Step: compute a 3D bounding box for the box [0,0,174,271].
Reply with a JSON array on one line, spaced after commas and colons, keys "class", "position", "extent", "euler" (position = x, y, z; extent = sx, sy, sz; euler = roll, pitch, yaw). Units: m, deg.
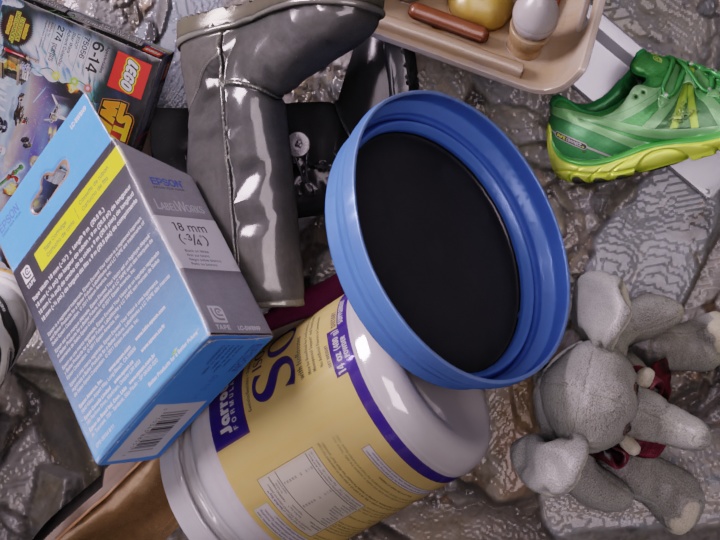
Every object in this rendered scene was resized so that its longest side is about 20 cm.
[{"class": "box", "position": [-0.230, -0.088, 0.957], "extent": [0.135, 0.040, 0.202], "euler": [22, 109, 0]}]

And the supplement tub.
[{"class": "supplement tub", "position": [-0.026, 0.111, 0.917], "extent": [0.199, 0.145, 0.146], "euler": [-32, 92, 21]}]

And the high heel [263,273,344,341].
[{"class": "high heel", "position": [0.000, 0.000, 0.988], "extent": [0.197, 0.068, 0.097], "euler": [-17, 58, 8]}]

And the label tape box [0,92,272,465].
[{"class": "label tape box", "position": [-0.159, 0.005, 0.897], "extent": [0.144, 0.063, 0.202], "euler": [-45, 62, 31]}]

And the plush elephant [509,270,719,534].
[{"class": "plush elephant", "position": [0.178, 0.092, 0.926], "extent": [0.197, 0.155, 0.167], "euler": [18, 92, -1]}]

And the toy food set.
[{"class": "toy food set", "position": [0.077, -0.218, 0.930], "extent": [0.197, 0.061, 0.145], "euler": [20, 59, 0]}]

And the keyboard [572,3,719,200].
[{"class": "keyboard", "position": [0.202, -0.137, 0.992], "extent": [0.199, 0.011, 0.056], "euler": [40, 97, -1]}]

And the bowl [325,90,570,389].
[{"class": "bowl", "position": [0.057, -0.018, 0.869], "extent": [0.039, 0.200, 0.203], "euler": [-27, 93, 42]}]

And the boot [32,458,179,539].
[{"class": "boot", "position": [-0.194, 0.200, 0.982], "extent": [0.200, 0.074, 0.076], "euler": [-44, 101, 0]}]

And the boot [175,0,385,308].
[{"class": "boot", "position": [-0.056, -0.077, 0.888], "extent": [0.180, 0.072, 0.203], "euler": [-8, 79, 38]}]

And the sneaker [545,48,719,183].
[{"class": "sneaker", "position": [0.227, -0.121, 0.949], "extent": [0.197, 0.074, 0.085], "euler": [-16, 99, 6]}]

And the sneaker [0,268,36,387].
[{"class": "sneaker", "position": [-0.300, 0.093, 0.954], "extent": [0.075, 0.088, 0.202], "euler": [25, 108, -3]}]

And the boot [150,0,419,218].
[{"class": "boot", "position": [-0.057, -0.117, 0.974], "extent": [0.197, 0.066, 0.168], "euler": [-7, 79, 11]}]
